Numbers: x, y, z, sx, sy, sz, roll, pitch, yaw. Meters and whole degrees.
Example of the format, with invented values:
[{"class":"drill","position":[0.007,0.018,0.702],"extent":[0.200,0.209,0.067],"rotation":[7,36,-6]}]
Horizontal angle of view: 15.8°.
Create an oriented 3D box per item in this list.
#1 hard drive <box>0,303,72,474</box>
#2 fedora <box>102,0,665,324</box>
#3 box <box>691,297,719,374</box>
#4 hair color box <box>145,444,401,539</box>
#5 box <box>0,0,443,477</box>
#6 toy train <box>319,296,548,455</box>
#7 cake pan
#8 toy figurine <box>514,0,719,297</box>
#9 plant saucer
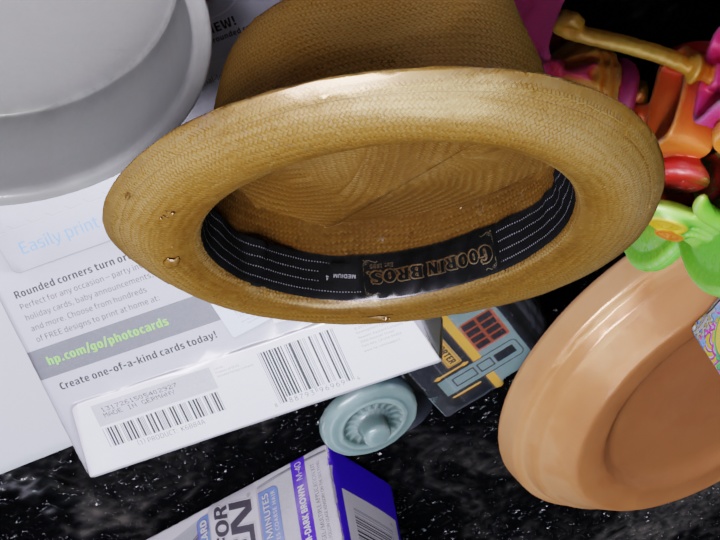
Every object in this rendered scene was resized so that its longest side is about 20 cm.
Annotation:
[{"class":"hard drive","position":[-0.161,0.041,1.170],"extent":[0.200,0.027,0.132],"rotation":[-22,142,14]},{"class":"fedora","position":[0.007,-0.048,0.897],"extent":[0.200,0.082,0.201],"rotation":[-2,157,-1]},{"class":"box","position":[0.288,0.007,1.106],"extent":[0.192,0.122,0.200],"rotation":[3,137,-42]},{"class":"hair color box","position":[-0.072,0.184,1.310],"extent":[0.200,0.109,0.065],"rotation":[-31,139,24]},{"class":"box","position":[-0.075,-0.032,1.009],"extent":[0.156,0.041,0.200],"rotation":[-20,114,11]},{"class":"toy train","position":[0.000,0.000,1.119],"extent":[0.114,0.085,0.200],"rotation":[-32,138,7]},{"class":"cake pan","position":[-0.150,-0.096,0.898],"extent":[0.200,0.037,0.200],"rotation":[1,143,1]},{"class":"toy figurine","position":[0.078,-0.084,1.016],"extent":[0.184,0.150,0.200],"rotation":[21,159,-17]},{"class":"plant saucer","position":[0.158,0.046,1.197],"extent":[0.200,0.037,0.200],"rotation":[-23,146,-16]}]
